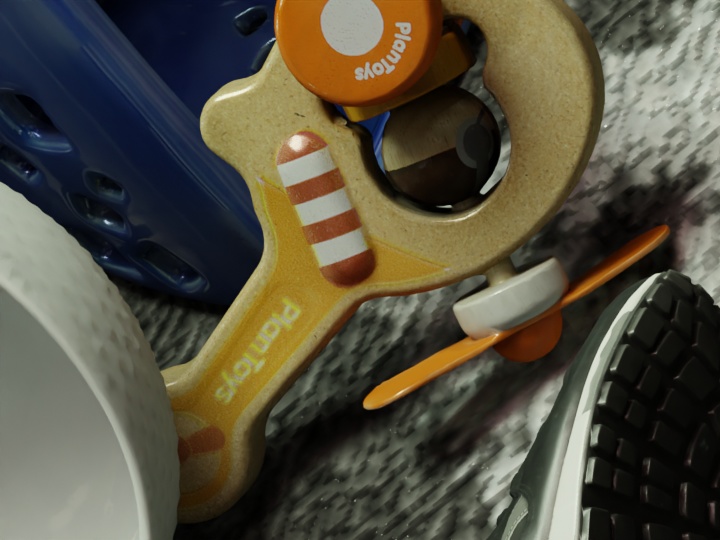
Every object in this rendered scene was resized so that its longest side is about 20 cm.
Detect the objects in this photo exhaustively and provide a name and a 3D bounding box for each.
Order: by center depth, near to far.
[{"bbox_3d":[0.040,0.085,0.684,0.087,0.076,0.201,-14,42,39],"label":"sneaker"},{"bbox_3d":[-0.143,0.043,0.790,0.199,0.201,0.083,-19,23,24],"label":"cereal bowl"},{"bbox_3d":[0.000,0.000,0.796,0.200,0.132,0.079,-53,1,17],"label":"toy helicopter"},{"bbox_3d":[-0.089,-0.114,0.910,0.179,0.200,0.201,-9,45,43],"label":"plant pot"}]
